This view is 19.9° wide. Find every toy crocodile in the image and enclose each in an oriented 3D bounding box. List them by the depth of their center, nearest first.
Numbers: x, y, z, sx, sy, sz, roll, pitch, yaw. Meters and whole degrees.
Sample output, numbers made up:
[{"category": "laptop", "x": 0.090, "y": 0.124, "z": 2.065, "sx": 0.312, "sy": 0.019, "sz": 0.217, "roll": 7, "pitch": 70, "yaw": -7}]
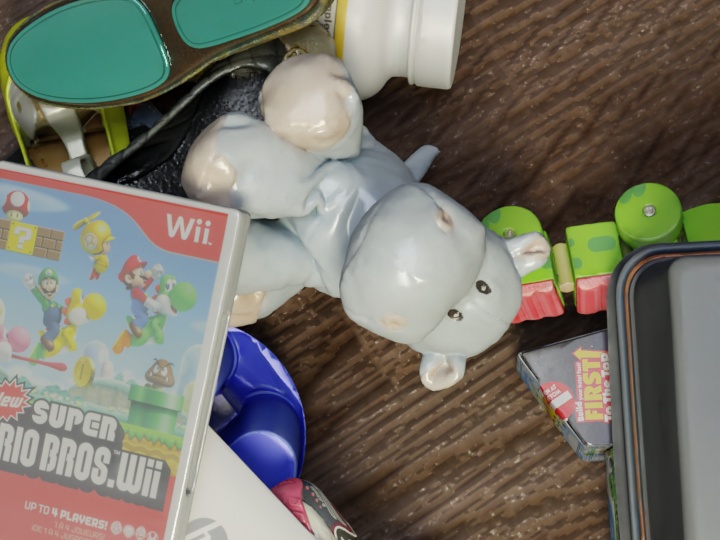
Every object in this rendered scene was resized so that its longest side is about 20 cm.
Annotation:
[{"category": "toy crocodile", "x": 0.129, "y": -0.002, "z": 1.176, "sx": 0.200, "sy": 0.068, "sz": 0.062, "roll": -10, "pitch": 58, "yaw": 8}]

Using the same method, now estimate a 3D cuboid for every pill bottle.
[{"category": "pill bottle", "x": -0.040, "y": -0.161, "z": 1.212, "sx": 0.200, "sy": 0.112, "sz": 0.112, "roll": 7, "pitch": 77, "yaw": 4}]

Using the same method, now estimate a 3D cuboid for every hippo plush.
[{"category": "hippo plush", "x": 0.000, "y": 0.000, "z": 1.108, "sx": 0.159, "sy": 0.200, "sz": 0.161, "roll": -48, "pitch": 59, "yaw": 3}]

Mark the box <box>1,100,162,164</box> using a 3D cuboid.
[{"category": "box", "x": -0.174, "y": -0.007, "z": 1.218, "sx": 0.200, "sy": 0.040, "sz": 0.137, "roll": -42, "pitch": 79, "yaw": -7}]

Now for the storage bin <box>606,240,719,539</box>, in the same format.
[{"category": "storage bin", "x": 0.207, "y": 0.076, "z": 1.057, "sx": 0.146, "sy": 0.134, "sz": 0.200, "roll": -3, "pitch": 84, "yaw": 3}]

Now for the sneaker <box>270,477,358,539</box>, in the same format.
[{"category": "sneaker", "x": 0.013, "y": 0.182, "z": 1.116, "sx": 0.075, "sy": 0.081, "sz": 0.200, "roll": -50, "pitch": 119, "yaw": -24}]

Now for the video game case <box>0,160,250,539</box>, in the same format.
[{"category": "video game case", "x": -0.143, "y": 0.054, "z": 1.059, "sx": 0.143, "sy": 0.017, "sz": 0.200, "roll": 12, "pitch": 91, "yaw": 19}]

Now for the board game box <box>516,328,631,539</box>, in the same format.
[{"category": "board game box", "x": 0.190, "y": 0.099, "z": 1.163, "sx": 0.200, "sy": 0.062, "sz": 0.200, "roll": -2, "pitch": 76, "yaw": 4}]

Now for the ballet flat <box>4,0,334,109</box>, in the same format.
[{"category": "ballet flat", "x": -0.100, "y": -0.138, "z": 1.131, "sx": 0.200, "sy": 0.071, "sz": 0.071, "roll": -16, "pitch": 75, "yaw": 22}]

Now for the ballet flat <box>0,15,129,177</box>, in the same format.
[{"category": "ballet flat", "x": -0.165, "y": -0.066, "z": 1.177, "sx": 0.067, "sy": 0.067, "sz": 0.200, "roll": -17, "pitch": 76, "yaw": 0}]

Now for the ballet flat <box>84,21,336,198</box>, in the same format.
[{"category": "ballet flat", "x": -0.086, "y": -0.066, "z": 1.125, "sx": 0.200, "sy": 0.057, "sz": 0.066, "roll": -43, "pitch": 93, "yaw": -14}]

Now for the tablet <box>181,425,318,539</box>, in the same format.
[{"category": "tablet", "x": -0.094, "y": 0.157, "z": 1.055, "sx": 0.130, "sy": 0.014, "sz": 0.200, "roll": -46, "pitch": 70, "yaw": 1}]

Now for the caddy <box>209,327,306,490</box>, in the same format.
[{"category": "caddy", "x": -0.122, "y": 0.117, "z": 1.153, "sx": 0.200, "sy": 0.105, "sz": 0.141, "roll": -42, "pitch": 96, "yaw": 1}]
